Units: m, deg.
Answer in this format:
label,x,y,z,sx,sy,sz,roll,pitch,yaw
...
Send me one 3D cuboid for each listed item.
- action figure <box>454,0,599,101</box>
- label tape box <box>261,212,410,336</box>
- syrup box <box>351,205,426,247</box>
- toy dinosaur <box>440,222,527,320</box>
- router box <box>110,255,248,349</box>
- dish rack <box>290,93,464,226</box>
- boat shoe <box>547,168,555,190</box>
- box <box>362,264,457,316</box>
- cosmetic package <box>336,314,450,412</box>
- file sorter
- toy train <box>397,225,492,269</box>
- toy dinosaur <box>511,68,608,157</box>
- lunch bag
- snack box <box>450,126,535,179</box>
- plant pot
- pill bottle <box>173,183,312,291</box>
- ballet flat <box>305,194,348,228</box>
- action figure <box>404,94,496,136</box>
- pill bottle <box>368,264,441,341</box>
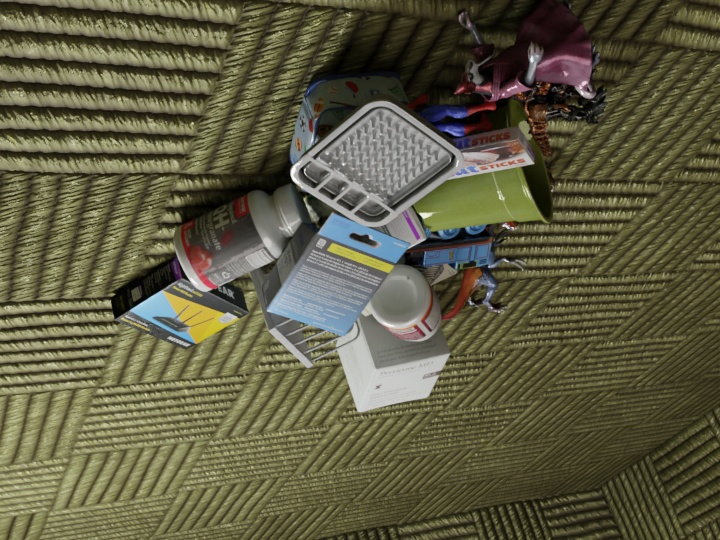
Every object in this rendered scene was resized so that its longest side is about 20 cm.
label,x,y,z,sx,sy,sz,roll,pitch,yaw
action figure,0.211,-0.279,1.309,0.199,0.134,0.150,-30,142,-8
label tape box,-0.039,-0.008,1.463,0.143,0.064,0.201,20,121,-28
syrup box,0.003,-0.047,1.549,0.198,0.082,0.079,-27,-166,9
toy dinosaur,0.232,-0.015,1.780,0.198,0.105,0.184,-23,116,-30
router box,-0.310,0.060,1.677,0.148,0.051,0.200,-30,150,17
dish rack,0.022,-0.150,1.299,0.171,0.044,0.199,30,135,-29
boat shoe,0.258,-0.138,1.662,0.198,0.071,0.071,-2,147,-31
box,0.073,0.006,1.801,0.198,0.069,0.082,-27,153,13
cosmetic package,0.061,0.158,1.959,0.163,0.166,0.201,-11,151,-17
file sorter,-0.093,0.058,1.720,0.123,0.140,0.200,-24,152,6
toy train,0.137,-0.058,1.679,0.198,0.087,0.116,-8,121,-20
toy dinosaur,0.287,-0.262,1.447,0.134,0.103,0.200,-7,156,-1
lunch bag,-0.013,-0.195,1.390,0.158,0.076,0.201,-11,150,-21
snack box,0.142,-0.160,1.378,0.198,0.025,0.072,-8,154,28
plant pot,0.178,-0.143,1.504,0.188,0.202,0.200,-17,154,21
pill bottle,-0.177,-0.056,1.492,0.198,0.112,0.111,-24,152,9
ballet flat,-0.031,-0.090,1.474,0.071,0.073,0.200,-10,-175,-16
action figure,0.084,-0.204,1.327,0.198,0.052,0.066,-13,145,-15
pill bottle,0.084,0.064,1.704,0.108,0.111,0.200,-22,163,7
